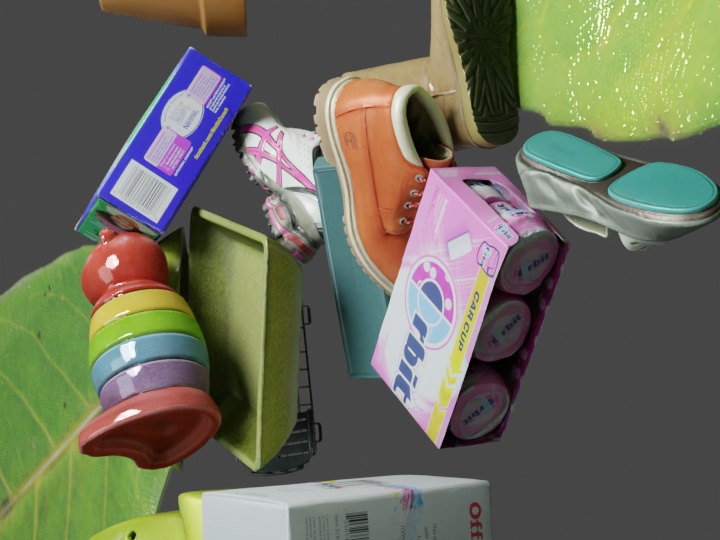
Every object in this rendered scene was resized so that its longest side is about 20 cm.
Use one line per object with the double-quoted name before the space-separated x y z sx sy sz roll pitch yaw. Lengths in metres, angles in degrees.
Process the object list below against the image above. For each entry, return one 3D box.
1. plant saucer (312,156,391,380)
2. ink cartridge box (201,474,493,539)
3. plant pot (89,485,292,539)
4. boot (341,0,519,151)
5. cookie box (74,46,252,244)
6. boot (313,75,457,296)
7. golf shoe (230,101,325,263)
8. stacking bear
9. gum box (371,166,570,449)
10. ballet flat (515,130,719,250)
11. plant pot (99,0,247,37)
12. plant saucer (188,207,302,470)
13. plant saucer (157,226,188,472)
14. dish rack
"plant saucer" 0.000 0.000 1.342 0.070 0.019 0.202 -2 101 40
"ink cartridge box" -0.008 0.246 1.252 0.144 0.199 0.147 -7 84 57
"plant pot" -0.108 0.301 1.407 0.181 0.198 0.201 -38 60 41
"boot" 0.041 -0.169 1.291 0.199 0.066 0.177 -6 88 56
"cookie box" -0.194 -0.105 1.504 0.172 0.075 0.200 -60 9 -16
"boot" 0.038 -0.061 1.251 0.107 0.075 0.201 3 122 45
"golf shoe" -0.056 -0.097 1.443 0.092 0.073 0.201 -38 48 10
"stacking bear" -0.197 0.058 1.387 0.113 0.121 0.201 -30 60 24
"gum box" 0.085 0.024 1.217 0.114 0.066 0.201 49 133 44
"ballet flat" 0.187 -0.048 1.101 0.200 0.067 0.064 28 141 52
"plant pot" -0.183 -0.319 1.479 0.200 0.139 0.202 174 90 -86
"plant saucer" -0.102 0.055 1.387 0.199 0.048 0.202 -158 69 -63
"plant saucer" -0.199 0.081 1.540 0.200 0.047 0.201 100 172 -71
"dish rack" -0.101 0.099 1.508 0.153 0.054 0.202 -17 77 55
